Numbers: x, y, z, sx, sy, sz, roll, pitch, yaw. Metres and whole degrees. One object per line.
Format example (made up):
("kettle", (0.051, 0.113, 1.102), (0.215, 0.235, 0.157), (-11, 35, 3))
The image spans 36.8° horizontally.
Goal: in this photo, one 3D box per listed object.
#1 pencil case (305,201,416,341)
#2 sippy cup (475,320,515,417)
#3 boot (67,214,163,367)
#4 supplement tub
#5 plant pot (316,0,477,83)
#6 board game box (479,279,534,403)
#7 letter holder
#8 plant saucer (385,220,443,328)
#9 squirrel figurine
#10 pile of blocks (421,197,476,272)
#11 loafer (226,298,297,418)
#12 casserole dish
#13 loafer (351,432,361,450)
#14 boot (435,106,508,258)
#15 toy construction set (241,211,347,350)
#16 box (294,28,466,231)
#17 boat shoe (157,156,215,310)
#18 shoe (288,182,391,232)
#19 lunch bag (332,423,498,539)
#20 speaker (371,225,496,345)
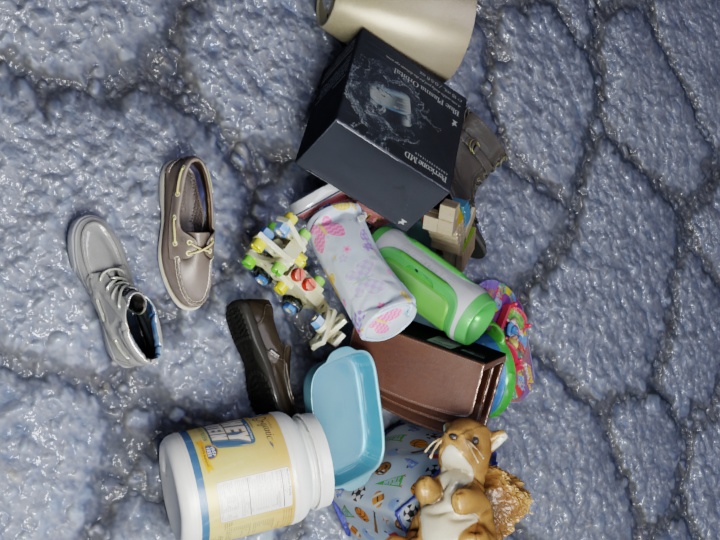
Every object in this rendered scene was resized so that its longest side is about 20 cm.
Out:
("pencil case", (0.000, 0.000, 1.482), (0.090, 0.083, 0.201), (-24, 60, -8))
("sippy cup", (0.142, 0.158, 1.629), (0.129, 0.139, 0.180), (2, 84, -36))
("boot", (-0.296, 0.023, 1.341), (0.073, 0.095, 0.202), (-26, 101, -35))
("supplement tub", (-0.146, 0.262, 1.377), (0.198, 0.144, 0.146), (-10, 92, -21))
("plant pot", (0.042, -0.386, 1.596), (0.198, 0.187, 0.190), (8, 81, -21))
("board game box", (0.245, 0.109, 1.736), (0.157, 0.039, 0.202), (8, 71, -50))
("letter holder", (0.082, 0.158, 1.519), (0.100, 0.198, 0.144), (-8, 115, -65))
("plant saucer", (0.075, 0.019, 1.656), (0.198, 0.036, 0.203), (4, 83, -36))
("squirrel figurine", (0.140, 0.295, 1.425), (0.199, 0.140, 0.189), (30, 63, -51))
("pile of blocks", (0.128, -0.069, 1.604), (0.200, 0.062, 0.083), (63, 47, -66))
("loafer", (-0.118, 0.129, 1.478), (0.071, 0.073, 0.202), (-21, 99, -35))
("casserole dish", (-0.026, 0.199, 1.470), (0.120, 0.039, 0.202), (-18, 106, -39))
("loafer", (-0.083, 0.266, 1.498), (0.199, 0.063, 0.073), (-29, 105, -35))
("boot", (0.184, -0.141, 1.730), (0.174, 0.069, 0.201), (-43, 109, -31))
("toy construction set", (-0.085, 0.013, 1.478), (0.092, 0.131, 0.201), (-40, 109, -31))
("box", (0.034, -0.199, 1.540), (0.196, 0.117, 0.201), (30, 49, -19))
("boat shoe", (-0.224, -0.049, 1.424), (0.071, 0.059, 0.203), (-1, 87, -37))
("shoe", (-0.011, -0.093, 1.578), (0.199, 0.071, 0.092), (-27, 97, -40))
("lunch bag", (0.080, 0.305, 1.547), (0.200, 0.169, 0.125), (-41, 121, -32))
("speaker", (0.093, 0.019, 1.526), (0.088, 0.199, 0.089), (-39, 151, -27))
